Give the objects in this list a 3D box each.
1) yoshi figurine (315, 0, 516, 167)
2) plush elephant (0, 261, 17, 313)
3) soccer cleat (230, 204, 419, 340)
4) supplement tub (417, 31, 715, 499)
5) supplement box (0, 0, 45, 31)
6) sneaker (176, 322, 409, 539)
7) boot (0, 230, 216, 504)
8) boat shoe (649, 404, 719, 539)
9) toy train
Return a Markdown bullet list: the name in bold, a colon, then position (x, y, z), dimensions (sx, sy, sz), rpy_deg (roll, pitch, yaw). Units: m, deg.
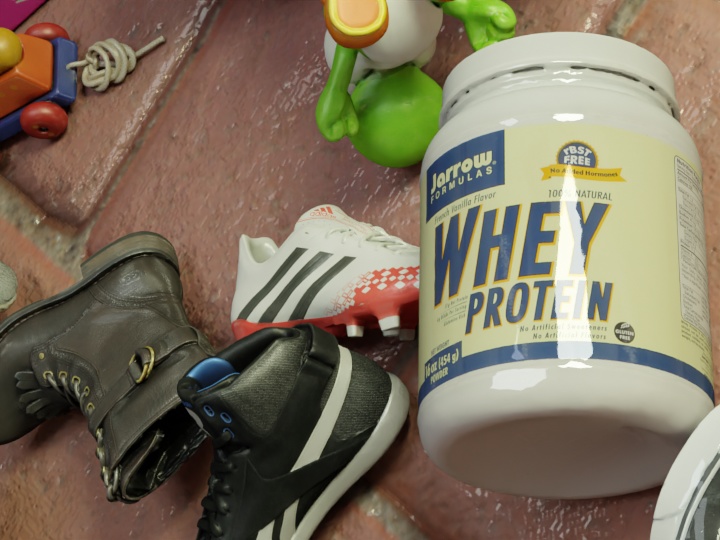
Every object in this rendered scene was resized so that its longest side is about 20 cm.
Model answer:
- **yoshi figurine**: position (0.022, -0.119, 1.140), dimensions (0.112, 0.200, 0.113), rpy_deg (20, 77, 3)
- **plush elephant**: position (-0.355, 0.030, 1.402), dimensions (0.155, 0.164, 0.200), rpy_deg (-58, 14, -16)
- **soccer cleat**: position (0.000, 0.000, 1.155), dimensions (0.199, 0.068, 0.086), rpy_deg (-14, 75, 42)
- **supplement tub**: position (0.100, -0.001, 1.012), dimensions (0.144, 0.145, 0.201), rpy_deg (-18, 59, 35)
- **supplement box**: position (-0.301, -0.281, 1.540), dimensions (0.101, 0.103, 0.201), rpy_deg (-36, 49, 22)
- **sneaker**: position (-0.074, 0.113, 1.129), dimensions (0.200, 0.112, 0.073), rpy_deg (-53, 24, 4)
- **boot**: position (-0.163, 0.080, 1.247), dimensions (0.200, 0.069, 0.175), rpy_deg (-44, 38, 15)
- **boat shoe**: position (0.166, 0.161, 0.927), dimensions (0.068, 0.072, 0.201), rpy_deg (12, 81, 46)
- **toy train**: position (-0.247, -0.150, 1.417), dimensions (0.199, 0.115, 0.085), rpy_deg (-23, 56, 32)
